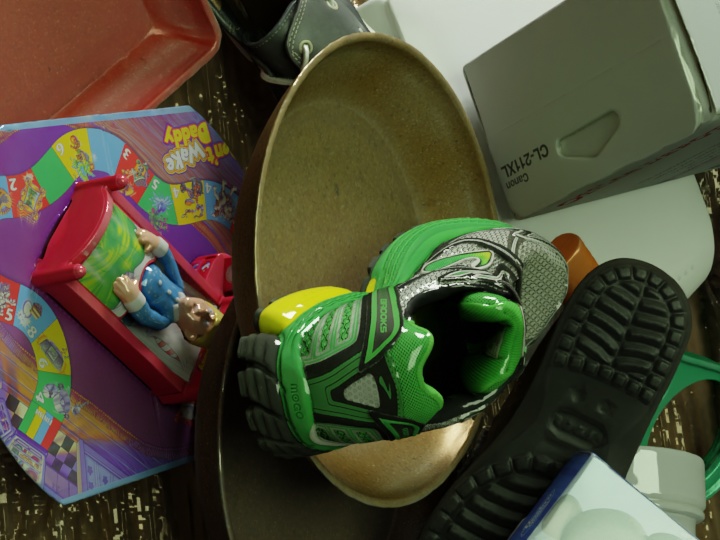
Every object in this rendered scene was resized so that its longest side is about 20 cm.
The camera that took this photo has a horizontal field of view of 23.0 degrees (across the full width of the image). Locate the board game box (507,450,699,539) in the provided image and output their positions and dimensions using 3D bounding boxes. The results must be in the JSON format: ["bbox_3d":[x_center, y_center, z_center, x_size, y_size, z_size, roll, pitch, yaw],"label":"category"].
[{"bbox_3d":[0.110,0.216,0.739,0.199,0.043,0.200,39,84,0],"label":"board game box"}]

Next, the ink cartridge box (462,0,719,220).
[{"bbox_3d":[0.172,-0.100,0.843,0.199,0.146,0.083,-15,83,-36],"label":"ink cartridge box"}]

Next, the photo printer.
[{"bbox_3d":[0.091,-0.055,0.911,0.166,0.069,0.201,-17,85,-33],"label":"photo printer"}]

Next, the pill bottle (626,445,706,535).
[{"bbox_3d":[0.124,0.189,0.837,0.111,0.111,0.201,10,72,-27],"label":"pill bottle"}]

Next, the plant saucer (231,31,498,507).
[{"bbox_3d":[0.000,0.000,0.761,0.200,0.035,0.202,7,82,-57],"label":"plant saucer"}]

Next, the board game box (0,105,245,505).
[{"bbox_3d":[-0.085,0.007,0.765,0.199,0.039,0.159,-13,93,-54],"label":"board game box"}]

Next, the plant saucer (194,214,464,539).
[{"bbox_3d":[-0.015,0.076,0.793,0.200,0.034,0.202,7,82,-58],"label":"plant saucer"}]

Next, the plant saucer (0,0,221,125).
[{"bbox_3d":[-0.169,-0.123,0.753,0.200,0.037,0.201,-46,129,-28],"label":"plant saucer"}]

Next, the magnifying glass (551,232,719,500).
[{"bbox_3d":[0.142,0.051,0.888,0.080,0.022,0.200,-47,128,-9],"label":"magnifying glass"}]

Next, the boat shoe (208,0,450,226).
[{"bbox_3d":[-0.028,-0.101,0.845,0.201,0.072,0.068,60,34,2],"label":"boat shoe"}]

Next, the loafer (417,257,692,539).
[{"bbox_3d":[0.088,0.089,0.804,0.073,0.071,0.201,33,93,4],"label":"loafer"}]

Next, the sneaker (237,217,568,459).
[{"bbox_3d":[0.039,0.029,0.708,0.200,0.085,0.079,-29,112,-56],"label":"sneaker"}]
